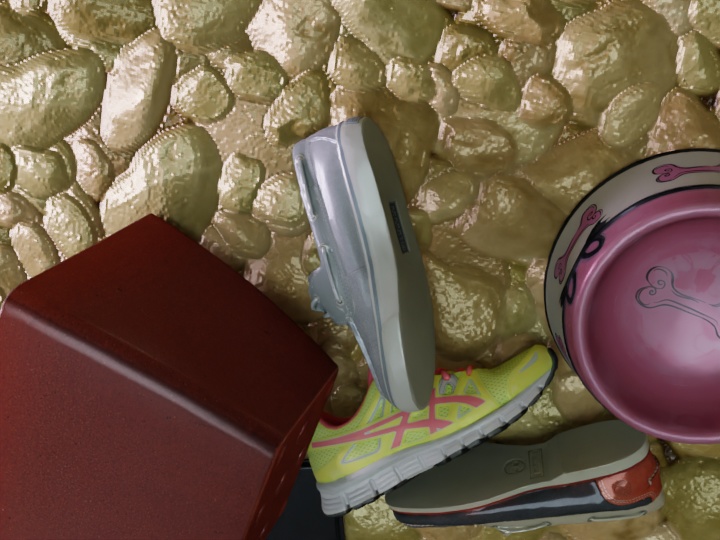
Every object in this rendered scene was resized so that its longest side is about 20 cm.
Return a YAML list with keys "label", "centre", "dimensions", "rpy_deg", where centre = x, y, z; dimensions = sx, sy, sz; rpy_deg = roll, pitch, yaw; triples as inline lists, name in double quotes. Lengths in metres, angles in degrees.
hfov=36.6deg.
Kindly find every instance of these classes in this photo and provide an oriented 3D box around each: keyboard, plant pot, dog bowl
- label: "keyboard"
  centre: [-0.073, 0.241, 0.871]
  dimensions: [0.127, 0.021, 0.200]
  rpy_deg: [-2, 108, 4]
- label: "plant pot"
  centre: [-0.130, 0.106, 0.725]
  dimensions: [0.176, 0.200, 0.200]
  rpy_deg: [25, 111, 7]
- label: "dog bowl"
  centre: [0.223, 0.025, 0.719]
  dimensions: [0.200, 0.074, 0.200]
  rpy_deg: [3, 110, 8]

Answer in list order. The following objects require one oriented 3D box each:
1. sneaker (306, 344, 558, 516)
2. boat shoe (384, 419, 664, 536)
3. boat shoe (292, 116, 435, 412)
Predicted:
- label: "sneaker"
  centre: [0.044, 0.095, 0.774]
  dimensions: [0.200, 0.078, 0.090]
  rpy_deg: [-29, 80, 6]
- label: "boat shoe"
  centre: [0.117, 0.160, 0.787]
  dimensions: [0.200, 0.071, 0.063]
  rpy_deg: [-15, 118, 17]
- label: "boat shoe"
  centre: [0.000, 0.000, 0.739]
  dimensions: [0.071, 0.070, 0.201]
  rpy_deg: [-13, 88, 23]
